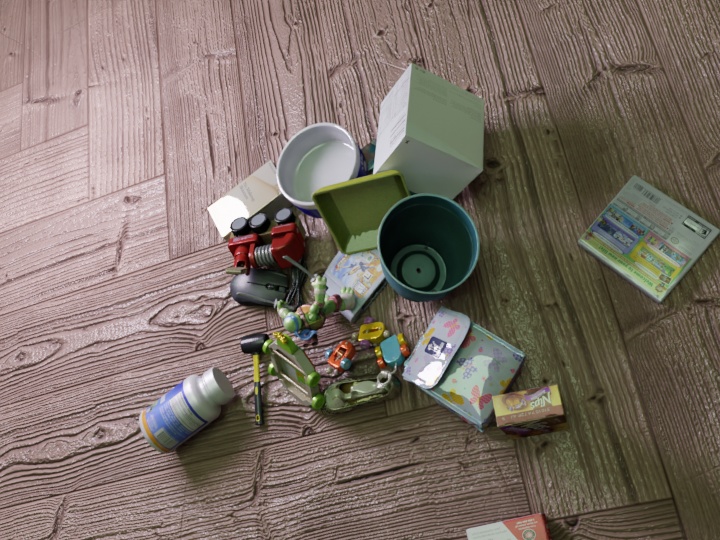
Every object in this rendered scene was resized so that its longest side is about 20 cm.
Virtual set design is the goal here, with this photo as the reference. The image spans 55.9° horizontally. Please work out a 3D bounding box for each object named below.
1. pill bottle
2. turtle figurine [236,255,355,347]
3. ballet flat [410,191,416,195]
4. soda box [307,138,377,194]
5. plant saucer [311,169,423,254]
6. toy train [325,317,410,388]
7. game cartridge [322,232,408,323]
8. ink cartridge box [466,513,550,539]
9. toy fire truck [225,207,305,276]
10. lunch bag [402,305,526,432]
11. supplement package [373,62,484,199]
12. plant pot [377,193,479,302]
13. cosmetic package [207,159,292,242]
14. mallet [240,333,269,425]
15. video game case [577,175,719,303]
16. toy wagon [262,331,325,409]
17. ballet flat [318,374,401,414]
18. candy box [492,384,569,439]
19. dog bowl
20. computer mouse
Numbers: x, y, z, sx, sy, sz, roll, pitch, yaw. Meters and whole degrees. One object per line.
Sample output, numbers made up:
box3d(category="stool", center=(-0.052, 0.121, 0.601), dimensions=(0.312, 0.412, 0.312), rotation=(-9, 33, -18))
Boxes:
box3d(category="pill bottle", center=(-0.382, 0.305, 1.509), dimensions=(0.199, 0.112, 0.113), rotation=(-37, 64, 4))
box3d(category="turtle figurine", center=(-0.110, 0.051, 1.417), dimensions=(0.200, 0.193, 0.145), rotation=(42, 113, 24))
box3d(category="ballet flat", center=(0.087, -0.181, 1.542), dimensions=(0.196, 0.068, 0.073), rotation=(-14, 48, 19))
box3d(category="soda box", center=(-0.023, -0.213, 1.580), dimensions=(0.198, 0.068, 0.064), rotation=(-34, 63, 7))
box3d(category="plant saucer", center=(0.020, -0.131, 1.440), dimensions=(0.196, 0.201, 0.049), rotation=(-12, 49, 15))
box3d(category="toy train", center=(0.022, 0.183, 1.423), dimensions=(0.198, 0.056, 0.151), rotation=(17, 66, 46))
box3d(category="game cartridge", center=(0.000, 0.000, 1.519), dimensions=(0.133, 0.042, 0.201), rotation=(38, 88, 22))
box3d(category="ink cartridge box", center=(0.283, 0.549, 1.200), dimensions=(0.142, 0.084, 0.204), rotation=(-17, 68, 13))
box3d(category="toy fire truck", center=(-0.223, -0.039, 1.523), dimensions=(0.173, 0.130, 0.203), rotation=(-9, 48, 14))
box3d(category="lunch bag", center=(0.197, 0.188, 1.327), dimensions=(0.198, 0.127, 0.171), rotation=(33, 82, 22))
box3d(category="supplement package", center=(0.145, -0.283, 1.435), dimensions=(0.188, 0.147, 0.203), rotation=(20, 57, -19))
box3d(category="plant pot", center=(0.128, -0.025, 1.381), dimensions=(0.196, 0.188, 0.204), rotation=(0, 73, -1))
box3d(category="cosmetic package", center=(-0.260, -0.161, 1.648), dimensions=(0.199, 0.073, 0.104), rotation=(-37, 64, 5))
box3d(category="mallet", center=(-0.241, 0.243, 1.524), dimensions=(0.065, 0.041, 0.204), rotation=(-3, 75, 17))
box3d(category="video game case", center=(0.567, -0.065, 1.344), dimensions=(0.200, 0.022, 0.183), rotation=(41, 89, 26))
box3d(category="toy wagon", center=(-0.140, 0.198, 1.414), dimensions=(0.154, 0.203, 0.039), rotation=(29, 51, 35))
box3d(category="ballet flat", center=(-0.014, 0.253, 1.414), dimensions=(0.196, 0.075, 0.069), rotation=(-15, 71, 15))
box3d(category="candy box", center=(0.311, 0.258, 1.225), dimensions=(0.114, 0.200, 0.058), rotation=(-14, 68, 14))
box3d(category="dog bowl", center=(-0.086, -0.223, 1.525), dimensions=(0.196, 0.079, 0.204), rotation=(-8, 68, 20))
box3d(category="computer mouse", center=(-0.225, 0.032, 1.579), dimensions=(0.196, 0.053, 0.141), rotation=(0, 73, 20))
